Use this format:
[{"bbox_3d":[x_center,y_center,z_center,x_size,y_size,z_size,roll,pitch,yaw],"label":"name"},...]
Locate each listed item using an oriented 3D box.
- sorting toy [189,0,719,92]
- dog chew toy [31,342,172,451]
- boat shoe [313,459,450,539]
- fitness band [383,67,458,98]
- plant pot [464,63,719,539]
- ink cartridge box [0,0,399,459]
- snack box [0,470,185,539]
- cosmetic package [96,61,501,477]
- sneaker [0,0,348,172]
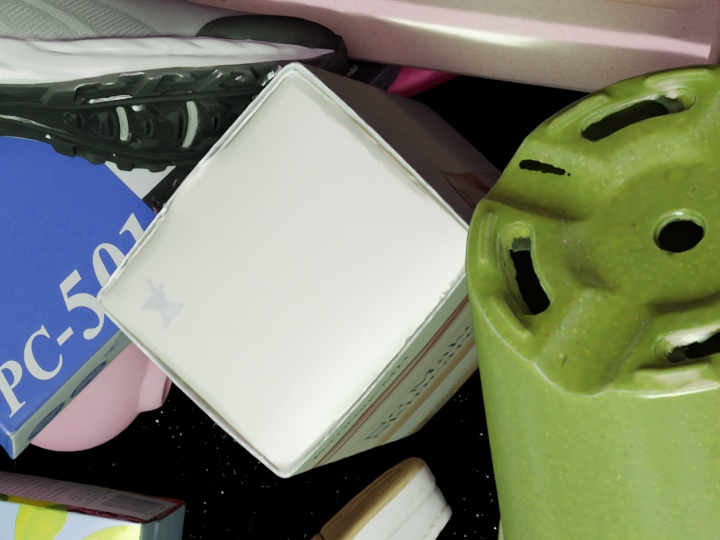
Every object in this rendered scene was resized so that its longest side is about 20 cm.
[{"bbox_3d":[0.044,-0.167,0.835,0.184,0.037,0.201,8,71,3],"label":"sorting toy"},{"bbox_3d":[-0.166,0.012,0.893,0.199,0.125,0.125,17,95,2],"label":"dog chew toy"},{"bbox_3d":[-0.020,0.163,0.862,0.069,0.071,0.200,36,83,-2],"label":"boat shoe"},{"bbox_3d":[-0.020,-0.127,0.896,0.199,0.037,0.144,-21,88,13],"label":"fitness band"},{"bbox_3d":[0.111,0.044,0.717,0.199,0.190,0.201,-12,46,12],"label":"plant pot"},{"bbox_3d":[-0.084,-0.039,0.837,0.094,0.044,0.200,44,75,5],"label":"ink cartridge box"},{"bbox_3d":[-0.179,0.159,0.923,0.199,0.068,0.170,9,94,10],"label":"snack box"},{"bbox_3d":[0.000,0.000,0.812,0.087,0.200,0.103,43,100,10],"label":"cosmetic package"},{"bbox_3d":[-0.102,-0.080,0.786,0.199,0.074,0.080,2,66,-6],"label":"sneaker"}]
